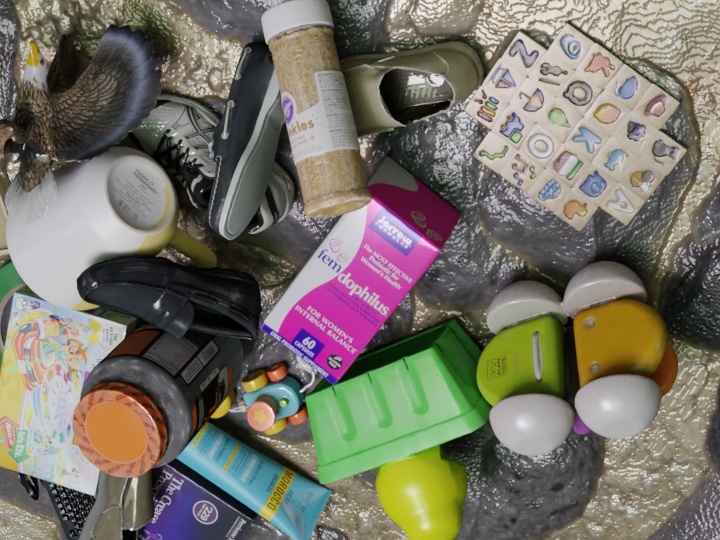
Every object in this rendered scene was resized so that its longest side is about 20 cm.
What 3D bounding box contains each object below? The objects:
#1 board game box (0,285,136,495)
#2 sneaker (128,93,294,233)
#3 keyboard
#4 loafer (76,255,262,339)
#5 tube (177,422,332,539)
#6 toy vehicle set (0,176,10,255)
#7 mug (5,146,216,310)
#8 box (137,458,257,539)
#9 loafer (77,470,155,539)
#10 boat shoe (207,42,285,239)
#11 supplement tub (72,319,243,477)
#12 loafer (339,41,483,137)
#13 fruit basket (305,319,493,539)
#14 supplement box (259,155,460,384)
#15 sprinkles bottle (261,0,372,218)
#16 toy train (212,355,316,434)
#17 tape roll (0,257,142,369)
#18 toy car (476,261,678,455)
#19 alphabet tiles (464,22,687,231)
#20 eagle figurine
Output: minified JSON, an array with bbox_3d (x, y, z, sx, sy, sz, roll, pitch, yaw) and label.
[{"bbox_3d":[-0.329,0.131,1.674,0.133,0.034,0.202,15,105,8],"label":"board game box"},{"bbox_3d":[-0.161,-0.110,1.562,0.199,0.088,0.076,30,121,3],"label":"sneaker"},{"bbox_3d":[-0.351,0.226,1.731,0.103,0.040,0.202,-15,102,28],"label":"keyboard"},{"bbox_3d":[-0.186,0.031,1.523,0.199,0.071,0.068,8,149,-33],"label":"loafer"},{"bbox_3d":[-0.130,0.226,1.709,0.199,0.078,0.050,33,149,-5],"label":"tube"},{"bbox_3d":[-0.478,-0.070,1.707,0.198,0.027,0.126,-6,112,19],"label":"toy vehicle set"},{"bbox_3d":[-0.247,-0.054,1.567,0.153,0.185,0.151,-26,72,48],"label":"mug"},{"bbox_3d":[-0.212,0.299,1.772,0.140,0.079,0.201,31,119,-2],"label":"box"},{"bbox_3d":[-0.248,0.243,1.677,0.069,0.075,0.202,28,118,12],"label":"loafer"},{"bbox_3d":[-0.116,-0.129,1.511,0.060,0.076,0.202,16,74,17],"label":"boat shoe"},{"bbox_3d":[-0.207,0.120,1.560,0.121,0.200,0.124,7,115,17],"label":"supplement tub"},{"bbox_3d":[0.020,-0.173,1.489,0.198,0.068,0.076,-16,109,22],"label":"loafer"},{"bbox_3d":[0.059,0.182,1.590,0.213,0.155,0.218,6,109,18],"label":"fruit basket"},{"bbox_3d":[0.000,0.000,1.557,0.101,0.103,0.201,37,117,-1],"label":"supplement box"},{"bbox_3d":[-0.041,-0.154,1.454,0.068,0.068,0.202,-16,82,22],"label":"sprinkles bottle"},{"bbox_3d":[-0.142,0.107,1.673,0.198,0.056,0.152,20,118,7],"label":"toy train"},{"bbox_3d":[-0.332,0.067,1.715,0.198,0.048,0.203,7,116,14],"label":"tape roll"},{"bbox_3d":[0.219,0.101,1.525,0.198,0.177,0.150,-15,146,21],"label":"toy car"},{"bbox_3d":[0.208,-0.137,1.486,0.199,0.006,0.167,35,118,-1],"label":"alphabet tiles"},{"bbox_3d":[-0.301,-0.159,1.498,0.152,0.200,0.151,43,129,9],"label":"eagle figurine"}]
